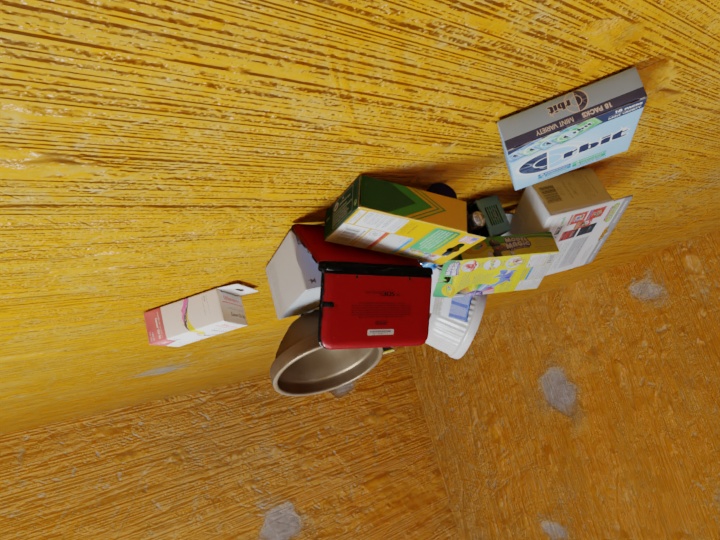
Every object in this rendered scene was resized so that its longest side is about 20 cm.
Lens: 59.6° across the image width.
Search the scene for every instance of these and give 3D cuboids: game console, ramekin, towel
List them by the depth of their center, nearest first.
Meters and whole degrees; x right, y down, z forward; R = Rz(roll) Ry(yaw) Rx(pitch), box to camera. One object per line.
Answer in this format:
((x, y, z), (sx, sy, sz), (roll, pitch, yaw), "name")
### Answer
((-0.001, 0.023, 0.946), (0.198, 0.175, 0.118), (2, -178, -36), "game console")
((0.129, 0.033, 1.267), (0.198, 0.024, 0.148), (14, 135, 12), "towel")
((0.209, 0.093, 1.455), (0.104, 0.202, 0.200), (20, 165, -1), "ramekin")

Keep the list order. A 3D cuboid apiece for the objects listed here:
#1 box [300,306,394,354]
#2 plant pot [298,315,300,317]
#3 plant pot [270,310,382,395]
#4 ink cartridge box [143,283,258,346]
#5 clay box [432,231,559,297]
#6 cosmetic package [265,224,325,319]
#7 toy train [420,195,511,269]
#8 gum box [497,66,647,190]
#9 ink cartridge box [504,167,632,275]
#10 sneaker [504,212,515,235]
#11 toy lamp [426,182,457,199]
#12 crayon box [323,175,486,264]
((-0.036, 0.082, 1.223), (0.158, 0.202, 0.049), (-15, 170, -1), "box")
((-0.067, 0.073, 1.412), (0.199, 0.094, 0.201), (-15, 167, -4), "plant pot")
((-0.067, 0.133, 1.098), (0.199, 0.093, 0.201), (-15, 151, -9), "plant pot")
((-0.300, 0.089, 1.223), (0.198, 0.068, 0.116), (-18, 168, 10), "ink cartridge box")
((0.223, -0.008, 1.073), (0.198, 0.048, 0.115), (-4, 145, -11), "clay box")
((-0.097, 0.007, 1.046), (0.073, 0.103, 0.200), (-12, 169, -24), "cosmetic package")
((0.172, -0.062, 1.136), (0.113, 0.087, 0.200), (-15, 170, -34), "toy train")
((0.275, -0.178, 0.834), (0.168, 0.045, 0.200), (-19, 169, 14), "gum box")
((0.368, -0.082, 1.149), (0.174, 0.084, 0.201), (-13, 147, -16), "ink cartridge box")
((0.236, -0.055, 1.246), (0.198, 0.088, 0.074), (-21, 165, 17), "sneaker")
((0.099, -0.077, 1.027), (0.058, 0.059, 0.200), (-13, 168, -15), "toy lamp")
((0.062, -0.067, 0.898), (0.198, 0.052, 0.126), (12, 157, -23), "crayon box")
